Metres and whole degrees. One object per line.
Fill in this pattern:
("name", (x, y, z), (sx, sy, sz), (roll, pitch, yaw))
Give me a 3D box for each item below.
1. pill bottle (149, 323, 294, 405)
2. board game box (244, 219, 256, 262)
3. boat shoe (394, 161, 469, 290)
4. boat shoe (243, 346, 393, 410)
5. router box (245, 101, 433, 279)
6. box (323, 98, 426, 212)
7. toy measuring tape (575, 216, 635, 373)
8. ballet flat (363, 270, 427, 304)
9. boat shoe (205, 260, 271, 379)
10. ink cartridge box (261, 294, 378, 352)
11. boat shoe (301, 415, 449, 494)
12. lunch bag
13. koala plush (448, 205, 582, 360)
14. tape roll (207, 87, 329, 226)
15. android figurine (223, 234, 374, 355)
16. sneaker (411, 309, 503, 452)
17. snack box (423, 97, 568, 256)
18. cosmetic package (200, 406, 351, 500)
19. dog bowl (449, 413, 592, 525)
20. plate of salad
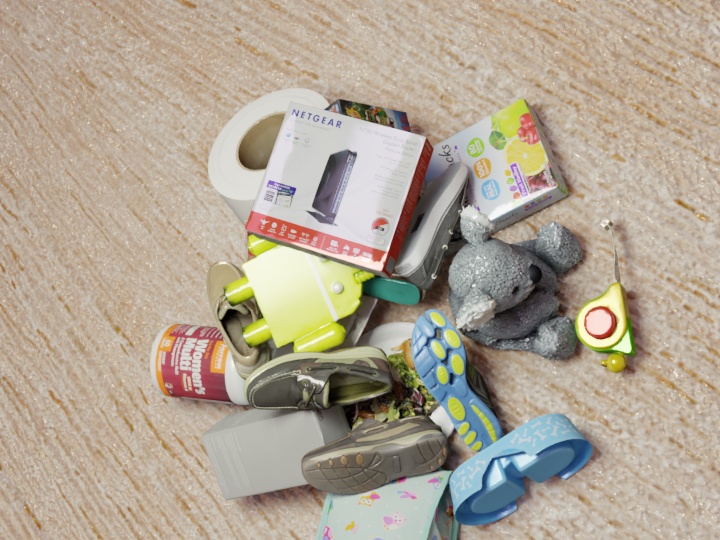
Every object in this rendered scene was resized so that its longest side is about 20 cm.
("pill bottle", (-0.200, 0.139, 1.640), (0.197, 0.109, 0.111), (3, 80, 23))
("board game box", (-0.062, -0.041, 1.555), (0.197, 0.104, 0.020), (-11, 39, -15))
("boat shoe", (0.108, -0.058, 1.483), (0.070, 0.066, 0.201), (-26, 29, 46))
("boat shoe", (-0.052, 0.149, 1.463), (0.198, 0.073, 0.066), (-10, 33, -13))
("router box", (-0.028, -0.105, 1.436), (0.198, 0.049, 0.182), (16, 83, 19))
("box", (0.028, -0.127, 1.523), (0.037, 0.136, 0.203), (-27, 69, 40))
("toy measuring tape", (0.307, 0.034, 1.442), (0.073, 0.073, 0.203), (-13, 73, 23))
("ballet flat", (0.000, 0.000, 1.545), (0.197, 0.069, 0.068), (15, 42, 8))
("boat shoe", (-0.176, 0.058, 1.577), (0.071, 0.065, 0.202), (-19, 56, -3))
("ink cartridge box", (-0.065, 0.056, 1.617), (0.198, 0.067, 0.118), (26, 87, 29))
("boat shoe", (0.017, 0.240, 1.477), (0.197, 0.075, 0.074), (-8, 32, -10))
("lunch bag", (0.036, 0.348, 1.471), (0.168, 0.123, 0.202), (-3, 47, 26))
("koala plush", (0.173, 0.017, 1.436), (0.181, 0.200, 0.180), (-1, 78, 26))
("tape roll", (-0.101, -0.141, 1.606), (0.200, 0.139, 0.205), (-15, 51, 19))
("android figurine", (-0.078, 0.022, 1.492), (0.198, 0.041, 0.184), (-23, 87, 6))
("sneaker", (0.122, 0.144, 1.465), (0.070, 0.083, 0.201), (-28, 101, 4))
("snack box", (0.171, -0.127, 1.552), (0.198, 0.053, 0.144), (-27, 67, 21))
("cosmetic package", (-0.113, 0.245, 1.562), (0.198, 0.090, 0.108), (-15, 98, 25))
("dog bowl", (0.199, 0.252, 1.426), (0.199, 0.111, 0.050), (-35, 52, 15))
("plate of salad", (0.046, 0.170, 1.550), (0.197, 0.048, 0.203), (-6, 76, 24))
